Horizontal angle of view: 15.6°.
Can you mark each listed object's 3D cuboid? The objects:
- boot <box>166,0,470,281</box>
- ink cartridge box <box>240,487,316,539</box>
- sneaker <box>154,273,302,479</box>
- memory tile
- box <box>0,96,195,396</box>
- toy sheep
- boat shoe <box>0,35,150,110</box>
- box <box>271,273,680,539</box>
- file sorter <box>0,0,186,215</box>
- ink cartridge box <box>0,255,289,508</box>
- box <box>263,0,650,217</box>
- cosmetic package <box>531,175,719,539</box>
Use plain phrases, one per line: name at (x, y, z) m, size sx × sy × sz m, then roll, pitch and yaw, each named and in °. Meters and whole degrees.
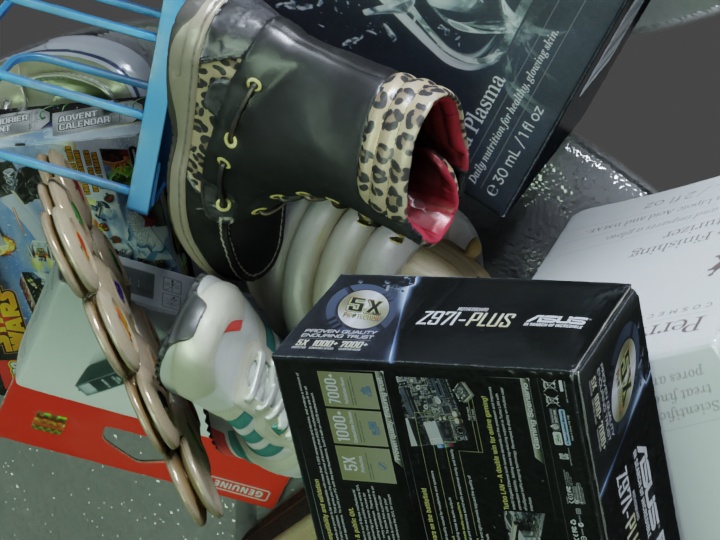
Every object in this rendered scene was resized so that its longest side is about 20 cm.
boot at (-0.022, -0.049, 1.359) m, size 0.150 × 0.073 × 0.201 m, roll 23°, pitch 138°, yaw 23°
ink cartridge box at (0.025, 0.222, 1.661) m, size 0.200 × 0.075 × 0.165 m, roll 46°, pitch 131°, yaw -9°
sneaker at (-0.046, 0.065, 1.449) m, size 0.093 × 0.071 × 0.200 m, roll 19°, pitch 162°, yaw 18°
memory tile at (-0.129, 0.035, 1.454) m, size 0.017 × 0.153 × 0.201 m, roll -25°, pitch 111°, yaw 2°
box at (-0.175, -0.012, 1.586) m, size 0.136 × 0.040 × 0.201 m, roll -4°, pitch 131°, yaw 7°
toy sheep at (0.000, 0.000, 1.495) m, size 0.199 × 0.138 × 0.139 m, roll 17°, pitch 129°, yaw 39°
boat shoe at (-0.214, -0.092, 1.585) m, size 0.199 × 0.062 × 0.072 m, roll -7°, pitch 117°, yaw 31°
box at (0.063, 0.110, 1.296) m, size 0.163 × 0.086 × 0.201 m, roll 1°, pitch 119°, yaw 28°
file sorter at (-0.137, -0.162, 1.419) m, size 0.122 × 0.139 × 0.201 m, roll 16°, pitch 120°, yaw 4°
ink cartridge box at (-0.115, 0.080, 1.610) m, size 0.199 × 0.044 × 0.174 m, roll 16°, pitch 128°, yaw -14°
box at (0.052, -0.173, 1.355) m, size 0.196 × 0.124 × 0.200 m, roll 33°, pitch 130°, yaw 7°
cosmetic package at (0.182, 0.067, 1.394) m, size 0.164 × 0.200 × 0.166 m, roll -16°, pitch 112°, yaw 34°
